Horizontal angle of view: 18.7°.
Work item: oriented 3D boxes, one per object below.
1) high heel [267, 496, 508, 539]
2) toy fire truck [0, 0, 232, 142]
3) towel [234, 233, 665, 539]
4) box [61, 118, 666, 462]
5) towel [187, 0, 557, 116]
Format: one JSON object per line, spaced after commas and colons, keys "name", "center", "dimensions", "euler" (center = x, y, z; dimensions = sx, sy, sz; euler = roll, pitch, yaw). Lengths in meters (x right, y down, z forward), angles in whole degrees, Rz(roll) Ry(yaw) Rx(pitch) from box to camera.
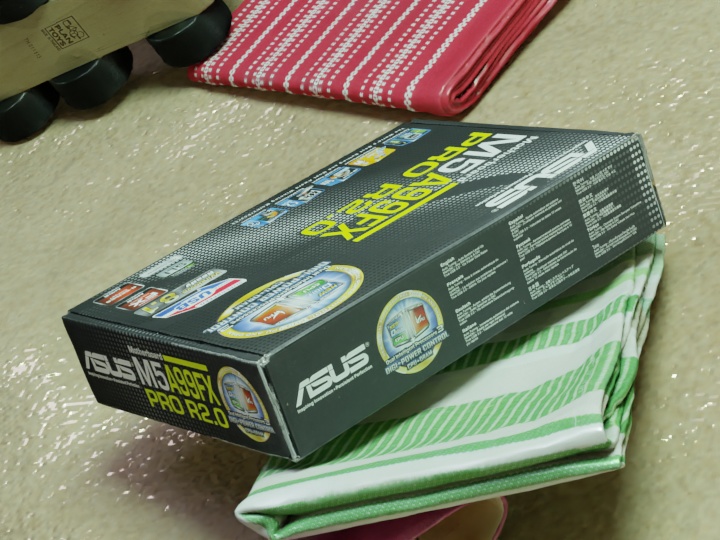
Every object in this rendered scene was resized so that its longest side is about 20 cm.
{"name": "high heel", "center": [-0.010, 0.147, 0.753], "dimensions": [0.095, 0.068, 0.200], "euler": [-20, 21, 29]}
{"name": "toy fire truck", "center": [-0.151, -0.183, 1.232], "dimensions": [0.175, 0.129, 0.201], "euler": [-21, 44, 22]}
{"name": "towel", "center": [0.040, 0.039, 0.845], "dimensions": [0.151, 0.024, 0.200], "euler": [-15, 19, 17]}
{"name": "box", "center": [0.000, 0.000, 0.891], "dimensions": [0.199, 0.045, 0.160], "euler": [-31, 21, -28]}
{"name": "towel", "center": [0.016, -0.137, 1.138], "dimensions": [0.199, 0.023, 0.145], "euler": [11, 52, 45]}
